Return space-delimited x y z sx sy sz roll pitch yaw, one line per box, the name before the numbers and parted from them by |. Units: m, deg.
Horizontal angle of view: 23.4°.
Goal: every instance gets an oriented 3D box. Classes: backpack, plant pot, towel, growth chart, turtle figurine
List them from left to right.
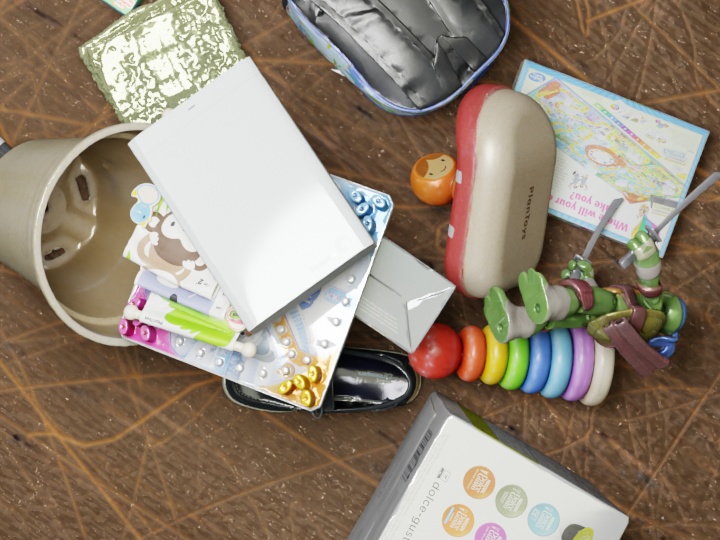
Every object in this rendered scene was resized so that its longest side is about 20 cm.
plant pot | -0.257 -0.046 1.626 0.199 0.183 0.203 -9 105 -37
towel | -0.170 -0.169 1.709 0.148 0.036 0.201 -29 99 -3
growth chart | -0.139 -0.035 1.523 0.143 0.018 0.202 11 84 11
backpack | 0.041 -0.252 1.668 0.183 0.147 0.200 -41 89 -2
turtle figurine | 0.216 -0.003 1.628 0.192 0.144 0.202 -6 109 -31

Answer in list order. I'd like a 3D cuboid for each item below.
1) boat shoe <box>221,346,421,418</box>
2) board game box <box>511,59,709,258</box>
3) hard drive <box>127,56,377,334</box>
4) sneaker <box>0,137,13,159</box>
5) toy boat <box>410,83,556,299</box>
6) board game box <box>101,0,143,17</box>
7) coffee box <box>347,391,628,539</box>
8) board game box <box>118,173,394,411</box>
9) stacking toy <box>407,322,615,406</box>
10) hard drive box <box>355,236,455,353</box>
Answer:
boat shoe | -0.038 0.106 1.716 0.198 0.062 0.075 2 93 -1
board game box | 0.230 -0.111 1.734 0.198 0.034 0.136 21 90 -3
hard drive | -0.094 -0.065 1.498 0.131 0.026 0.201 -35 77 3
sneaker | -0.427 -0.071 1.699 0.200 0.073 0.112 -40 89 -9
toy boat | 0.106 -0.081 1.667 0.130 0.130 0.202 17 110 29
board game box | -0.237 -0.373 1.710 0.151 0.037 0.201 32 90 -3
coffee box | 0.111 0.258 1.656 0.197 0.200 0.201 30 90 -3
board game box | -0.095 -0.004 1.534 0.198 0.026 0.202 20 88 12
stacking toy | 0.143 0.081 1.698 0.198 0.085 0.086 6 91 -10
hard drive box | 0.000 0.000 1.646 0.155 0.200 0.077 34 90 -3
